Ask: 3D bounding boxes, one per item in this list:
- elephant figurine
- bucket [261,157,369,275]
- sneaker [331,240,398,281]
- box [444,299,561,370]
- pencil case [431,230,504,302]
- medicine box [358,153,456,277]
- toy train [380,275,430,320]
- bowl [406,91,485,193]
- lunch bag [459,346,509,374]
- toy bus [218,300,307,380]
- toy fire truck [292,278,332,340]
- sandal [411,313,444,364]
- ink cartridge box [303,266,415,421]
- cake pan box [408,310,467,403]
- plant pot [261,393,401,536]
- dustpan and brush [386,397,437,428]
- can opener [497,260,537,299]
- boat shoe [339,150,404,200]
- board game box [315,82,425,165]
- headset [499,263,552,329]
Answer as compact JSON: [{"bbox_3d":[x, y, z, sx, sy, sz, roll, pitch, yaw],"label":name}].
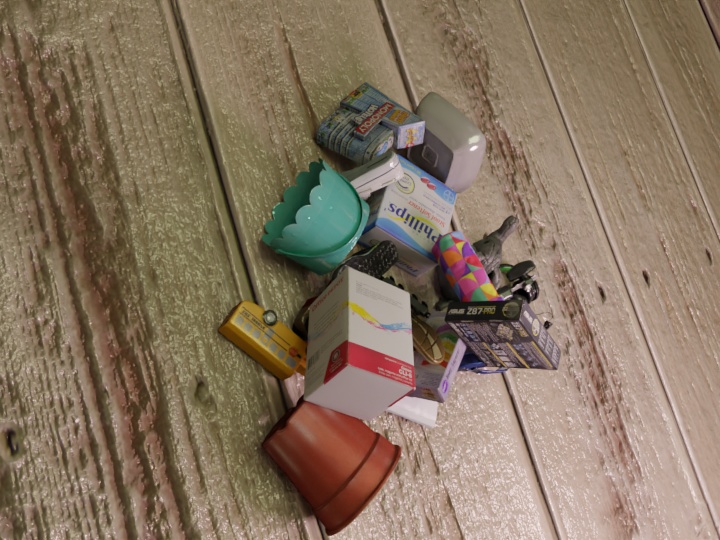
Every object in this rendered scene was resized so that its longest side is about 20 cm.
[{"bbox_3d":[0.263,-0.016,1.517,0.139,0.199,0.158,-6,75,-33],"label":"elephant figurine"},{"bbox_3d":[-0.086,-0.101,1.336,0.134,0.206,0.210,35,58,-21],"label":"bucket"},{"bbox_3d":[0.000,0.000,1.366,0.199,0.082,0.073,-28,99,-46],"label":"sneaker"},{"bbox_3d":[0.276,0.127,1.293,0.200,0.159,0.050,45,56,-40],"label":"box"},{"bbox_3d":[0.226,0.015,1.402,0.087,0.089,0.202,-14,64,-34],"label":"pencil case"},{"bbox_3d":[0.104,-0.122,1.516,0.180,0.103,0.203,29,59,-20],"label":"medicine box"},{"bbox_3d":[0.071,0.045,1.418,0.034,0.046,0.199,-37,57,-25],"label":"toy train"},{"bbox_3d":[0.183,-0.282,1.551,0.074,0.201,0.200,-34,68,-27],"label":"bowl"},{"bbox_3d":[0.274,0.164,1.497,0.197,0.135,0.135,-1,77,-30],"label":"lunch bag"},{"bbox_3d":[-0.165,0.139,1.274,0.199,0.065,0.079,41,57,-13],"label":"toy bus"},{"bbox_3d":[-0.024,0.086,1.364,0.175,0.128,0.202,38,67,-15],"label":"toy fire truck"},{"bbox_3d":[0.092,0.122,1.333,0.080,0.055,0.200,-4,37,-47],"label":"sandal"},{"bbox_3d":[-0.003,0.129,1.179,0.143,0.145,0.203,22,47,-25],"label":"ink cartridge box"},{"bbox_3d":[0.112,0.165,1.372,0.186,0.197,0.053,-58,136,-32],"label":"cake pan box"},{"bbox_3d":[-0.061,0.325,1.206,0.195,0.201,0.201,44,55,0],"label":"plant pot"},{"bbox_3d":[0.113,0.220,1.435,0.138,0.057,0.203,25,68,-23],"label":"dustpan and brush"},{"bbox_3d":[0.331,0.048,1.584,0.198,0.053,0.067,-29,75,-8],"label":"can opener"},{"bbox_3d":[0.001,-0.180,1.439,0.067,0.197,0.074,56,23,-31],"label":"boat shoe"},{"bbox_3d":[0.034,-0.322,1.509,0.198,0.062,0.200,27,52,22],"label":"board game box"},{"bbox_3d":[0.388,0.076,1.657,0.199,0.094,0.124,40,59,5],"label":"headset"}]
